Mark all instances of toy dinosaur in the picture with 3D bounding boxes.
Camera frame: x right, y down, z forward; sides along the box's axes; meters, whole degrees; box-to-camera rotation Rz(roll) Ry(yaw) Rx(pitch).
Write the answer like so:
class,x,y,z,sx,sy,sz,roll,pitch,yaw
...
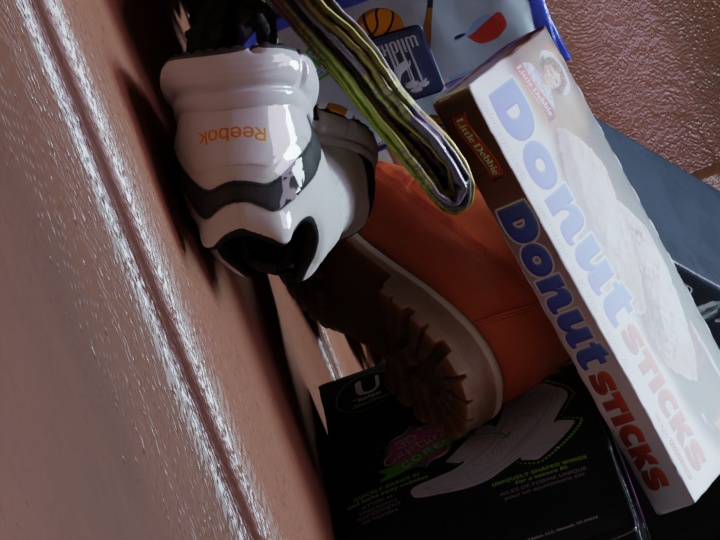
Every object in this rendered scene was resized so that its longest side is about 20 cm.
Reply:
class,x,y,z,sx,sy,sz,roll,pitch,yaw
toy dinosaur,-0.066,-0.130,1.331,0.088,0.047,0.200,58,7,-40

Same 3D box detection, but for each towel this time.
class,x,y,z,sx,sy,sz,roll,pitch,yaw
towel,-0.014,-0.101,1.213,0.144,0.023,0.200,49,3,-19

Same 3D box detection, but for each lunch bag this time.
class,x,y,z,sx,sy,sz,roll,pitch,yaw
lunch bag,0.003,-0.167,1.526,0.124,0.170,0.201,-63,133,-81

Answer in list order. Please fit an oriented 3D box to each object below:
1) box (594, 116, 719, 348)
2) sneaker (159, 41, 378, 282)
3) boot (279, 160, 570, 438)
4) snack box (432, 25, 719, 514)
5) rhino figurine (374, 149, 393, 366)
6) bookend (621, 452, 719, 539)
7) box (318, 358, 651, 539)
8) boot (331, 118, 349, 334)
class,x,y,z,sx,sy,sz,roll,pitch,yaw
box,0.146,0.031,1.817,0.200,0.197,0.124,27,31,-36
sneaker,-0.037,-0.029,1.140,0.200,0.073,0.080,38,47,-75
boot,0.026,-0.015,1.283,0.200,0.107,0.075,45,-29,33
snack box,0.101,0.000,1.216,0.072,0.024,0.200,-39,103,-49
rhino figurine,0.012,-0.005,1.634,0.088,0.060,0.200,-84,159,-48
bookend,0.141,0.174,1.517,0.092,0.199,0.199,65,5,-48
box,0.068,0.135,1.257,0.200,0.124,0.149,-100,170,-62
boot,0.000,0.000,1.481,0.200,0.073,0.091,45,31,-62
